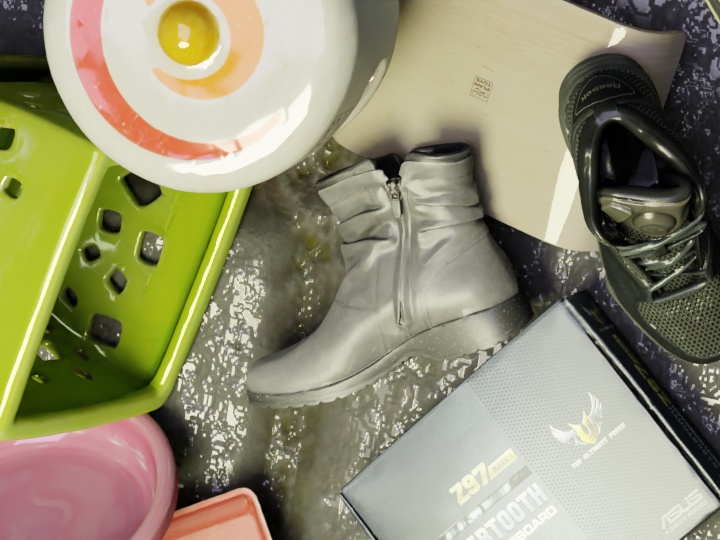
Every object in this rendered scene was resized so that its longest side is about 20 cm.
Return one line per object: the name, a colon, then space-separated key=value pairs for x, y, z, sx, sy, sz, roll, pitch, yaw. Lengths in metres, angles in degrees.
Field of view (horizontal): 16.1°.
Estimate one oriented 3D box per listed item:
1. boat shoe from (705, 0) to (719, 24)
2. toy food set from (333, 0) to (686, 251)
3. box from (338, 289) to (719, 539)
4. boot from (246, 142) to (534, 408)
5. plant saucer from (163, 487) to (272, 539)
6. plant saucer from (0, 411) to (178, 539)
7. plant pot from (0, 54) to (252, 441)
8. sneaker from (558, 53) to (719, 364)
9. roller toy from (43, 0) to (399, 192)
boat shoe: x=0.201 y=-0.216 z=1.431 sx=0.072 sy=0.066 sz=0.202 roll=-25 pitch=61 yaw=28
toy food set: x=0.084 y=-0.115 z=1.536 sx=0.199 sy=0.060 sz=0.144 roll=25 pitch=115 yaw=19
box: x=0.108 y=0.134 z=1.549 sx=0.200 sy=0.051 sz=0.158 roll=-41 pitch=80 yaw=20
boot: x=0.000 y=0.000 z=1.554 sx=0.199 sy=0.070 sz=0.132 roll=-21 pitch=100 yaw=21
plant saucer: x=-0.114 y=0.261 z=1.657 sx=0.199 sy=0.037 sz=0.201 roll=-21 pitch=87 yaw=22
plant saucer: x=-0.211 y=0.159 z=1.621 sx=0.200 sy=0.201 sz=0.051 roll=5 pitch=133 yaw=21
plant pot: x=-0.207 y=-0.029 z=1.581 sx=0.181 sy=0.200 sz=0.200 roll=29 pitch=106 yaw=22
sneaker: x=0.169 y=-0.016 z=1.453 sx=0.076 sy=0.114 sz=0.200 roll=-18 pitch=114 yaw=9
roller toy: x=-0.076 y=-0.141 z=1.420 sx=0.199 sy=0.140 sz=0.183 roll=0 pitch=103 yaw=15
